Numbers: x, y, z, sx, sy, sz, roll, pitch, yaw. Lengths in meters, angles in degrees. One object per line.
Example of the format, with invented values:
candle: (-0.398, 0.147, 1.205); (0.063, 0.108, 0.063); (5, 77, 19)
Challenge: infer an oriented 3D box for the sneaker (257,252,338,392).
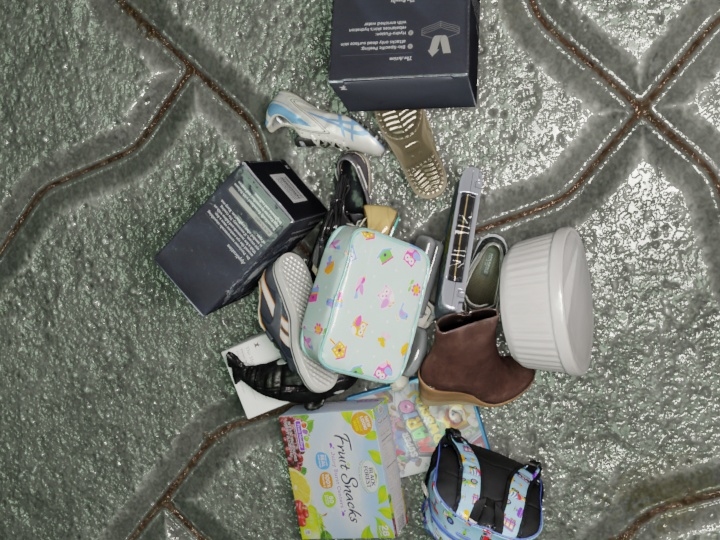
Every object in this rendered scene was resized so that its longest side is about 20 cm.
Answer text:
sneaker: (-0.091, 0.083, 1.314); (0.079, 0.077, 0.204); (-32, 68, 42)

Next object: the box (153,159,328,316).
box: (-0.172, -0.054, 1.376); (0.200, 0.197, 0.118); (-44, 87, 15)

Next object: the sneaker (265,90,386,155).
sneaker: (-0.053, -0.208, 1.391); (0.197, 0.072, 0.074); (23, 87, 17)

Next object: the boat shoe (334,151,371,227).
boat shoe: (-0.012, -0.078, 1.402); (0.071, 0.063, 0.205); (-3, 95, 15)

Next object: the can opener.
can opener: (0.084, 0.052, 1.340); (0.065, 0.052, 0.204); (12, 87, 33)

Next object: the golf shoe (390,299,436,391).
golf shoe: (0.075, 0.083, 1.395); (0.095, 0.078, 0.205); (-2, 96, 7)

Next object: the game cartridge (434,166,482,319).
game cartridge: (0.139, -0.033, 1.321); (0.040, 0.133, 0.204); (9, 78, 5)

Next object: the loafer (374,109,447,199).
loafer: (0.073, -0.191, 1.368); (0.074, 0.068, 0.204); (-19, 75, 4)

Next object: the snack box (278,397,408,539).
snack box: (-0.026, 0.308, 1.434); (0.165, 0.068, 0.205); (-7, 98, 24)

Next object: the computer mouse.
computer mouse: (-0.047, -0.028, 1.354); (0.045, 0.142, 0.202); (18, 131, -5)

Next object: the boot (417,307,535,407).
boot: (0.179, 0.121, 1.305); (0.196, 0.073, 0.168); (-9, 137, -20)

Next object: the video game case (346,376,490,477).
video game case: (0.089, 0.241, 1.437); (0.196, 0.018, 0.146); (-17, 93, 15)

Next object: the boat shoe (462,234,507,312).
boat shoe: (0.169, 0.046, 1.367); (0.071, 0.071, 0.204); (13, 99, 12)

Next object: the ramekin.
ramekin: (0.260, 0.045, 1.287); (0.092, 0.202, 0.207); (-4, 96, 25)

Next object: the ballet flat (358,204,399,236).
ballet flat: (0.000, 0.000, 1.352); (0.062, 0.069, 0.204); (18, 84, -3)

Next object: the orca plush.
orca plush: (-0.105, 0.150, 1.333); (0.196, 0.071, 0.107); (15, 101, 11)

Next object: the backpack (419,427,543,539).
backpack: (0.172, 0.346, 1.326); (0.179, 0.200, 0.137); (21, 110, 2)

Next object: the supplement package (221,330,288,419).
supplement package: (-0.092, 0.131, 1.422); (0.197, 0.109, 0.116); (-24, 91, 15)

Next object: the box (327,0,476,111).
box: (0.065, -0.340, 1.293); (0.192, 0.117, 0.205); (0, 79, 14)

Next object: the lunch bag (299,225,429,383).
lunch bag: (0.010, 0.051, 1.265); (0.077, 0.158, 0.204); (14, 88, 56)
